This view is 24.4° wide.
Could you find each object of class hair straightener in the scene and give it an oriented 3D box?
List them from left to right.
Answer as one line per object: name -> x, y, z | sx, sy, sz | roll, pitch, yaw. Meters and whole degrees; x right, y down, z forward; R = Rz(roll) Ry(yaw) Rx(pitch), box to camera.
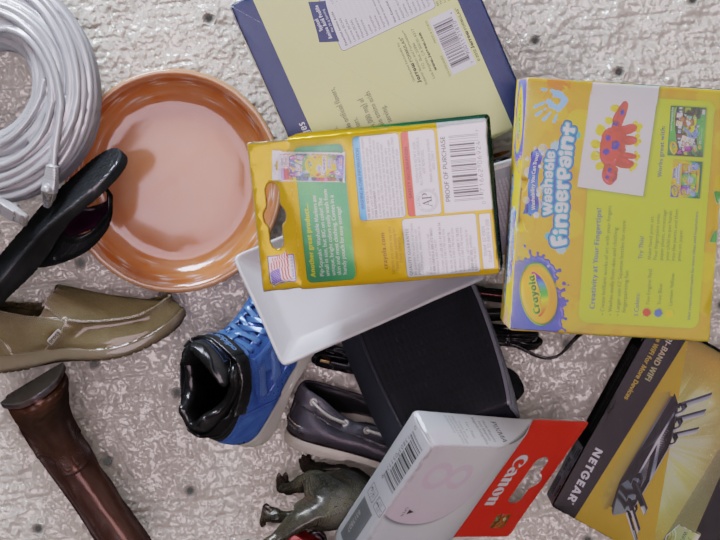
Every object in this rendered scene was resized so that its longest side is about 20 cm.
hair straightener -> 0.112, 0.052, 1.526 | 0.197, 0.041, 0.078 | 7, 71, -8

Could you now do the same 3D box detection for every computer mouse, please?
computer mouse -> 0.051, 0.099, 1.515 | 0.197, 0.059, 0.034 | 7, 66, 10

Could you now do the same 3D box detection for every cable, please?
cable -> -0.323, -0.160, 1.475 | 0.198, 0.069, 0.202 | 23, 94, 11

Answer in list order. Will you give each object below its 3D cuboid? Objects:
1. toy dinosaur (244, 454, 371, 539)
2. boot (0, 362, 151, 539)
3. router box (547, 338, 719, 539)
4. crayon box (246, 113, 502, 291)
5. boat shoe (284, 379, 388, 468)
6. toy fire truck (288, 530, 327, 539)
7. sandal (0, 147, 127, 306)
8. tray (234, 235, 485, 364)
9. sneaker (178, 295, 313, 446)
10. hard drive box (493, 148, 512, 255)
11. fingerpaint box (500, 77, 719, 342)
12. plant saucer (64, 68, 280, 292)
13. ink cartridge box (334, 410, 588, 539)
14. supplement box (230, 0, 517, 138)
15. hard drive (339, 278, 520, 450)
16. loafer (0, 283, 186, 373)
toy dinosaur -> -0.028, 0.205, 1.501 | 0.101, 0.199, 0.078 | -6, 85, 38
boot -> -0.243, 0.185, 1.476 | 0.064, 0.186, 0.201 | -30, 93, -12
router box -> 0.288, 0.163, 1.536 | 0.156, 0.052, 0.202 | 27, 95, -3
crayon box -> 0.013, -0.055, 1.370 | 0.197, 0.052, 0.127 | -5, 98, 8
boat shoe -> 0.030, 0.144, 1.521 | 0.197, 0.073, 0.063 | 10, 106, 3
toy fire truck -> -0.056, 0.318, 1.553 | 0.199, 0.049, 0.142 | 30, 96, -4
sandal -> -0.266, -0.032, 1.478 | 0.048, 0.076, 0.200 | 38, 110, -24
tray -> 0.000, 0.000, 1.443 | 0.198, 0.022, 0.108 | -23, 73, -12
sneaker -> -0.098, 0.061, 1.487 | 0.076, 0.111, 0.202 | 29, 98, 33
hard drive box -> 0.196, -0.082, 1.458 | 0.198, 0.156, 0.078 | -16, 96, 1
fingerpaint box -> 0.203, -0.051, 1.347 | 0.165, 0.073, 0.203 | 3, 96, -1
plant saucer -> -0.169, -0.082, 1.516 | 0.197, 0.037, 0.203 | 0, 97, 0
ink cartridge box -> 0.097, 0.197, 1.462 | 0.198, 0.057, 0.163 | 10, 127, -30
supplement box -> 0.017, -0.181, 1.456 | 0.198, 0.134, 0.202 | -24, 95, 2
hard drive -> 0.053, 0.054, 1.465 | 0.133, 0.042, 0.202 | -19, 76, -12
loafer -> -0.258, 0.046, 1.510 | 0.197, 0.076, 0.068 | -12, 102, 1
